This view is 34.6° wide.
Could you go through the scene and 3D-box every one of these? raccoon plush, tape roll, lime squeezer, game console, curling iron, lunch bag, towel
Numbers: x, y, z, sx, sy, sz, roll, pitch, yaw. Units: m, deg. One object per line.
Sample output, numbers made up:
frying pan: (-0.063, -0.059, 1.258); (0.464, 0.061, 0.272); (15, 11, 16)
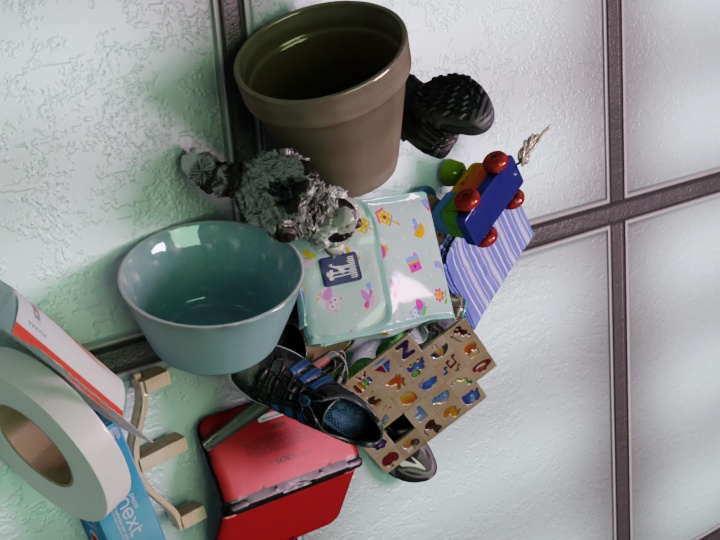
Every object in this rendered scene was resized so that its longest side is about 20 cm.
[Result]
raccoon plush: (-0.088, -0.090, 1.310); (0.097, 0.200, 0.134); (-56, 153, 3)
tape roll: (-0.313, 0.163, 1.148); (0.037, 0.203, 0.203); (-45, 124, -34)
lime squeezer: (0.012, 0.113, 1.486); (0.200, 0.071, 0.038); (-29, 115, -31)
game console: (-0.112, 0.254, 1.449); (0.200, 0.119, 0.173); (-14, 77, -37)
curling iron: (-0.097, 0.156, 1.367); (0.200, 0.026, 0.050); (-30, 111, -14)
lunch bag: (0.000, 0.000, 1.399); (0.200, 0.122, 0.171); (-7, 83, -41)
towel: (0.175, -0.032, 1.592); (0.200, 0.024, 0.145); (-54, 133, -29)

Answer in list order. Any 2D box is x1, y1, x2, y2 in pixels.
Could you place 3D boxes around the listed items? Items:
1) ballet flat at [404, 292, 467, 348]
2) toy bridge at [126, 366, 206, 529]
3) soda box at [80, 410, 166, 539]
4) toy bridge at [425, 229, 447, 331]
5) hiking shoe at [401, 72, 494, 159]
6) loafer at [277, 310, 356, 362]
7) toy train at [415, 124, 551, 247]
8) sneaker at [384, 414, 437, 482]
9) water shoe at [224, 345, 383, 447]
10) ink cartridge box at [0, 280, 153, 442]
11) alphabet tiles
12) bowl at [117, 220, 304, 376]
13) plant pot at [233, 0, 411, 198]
ballet flat: (0.085, 0.114, 1.547); (0.072, 0.072, 0.200); (-6, 122, -38)
toy bridge: (-0.232, 0.208, 1.326); (0.067, 0.027, 0.200); (-24, 112, -33)
soda box: (-0.277, 0.255, 1.283); (0.064, 0.068, 0.200); (-30, 116, -31)
toy bridge: (0.112, 0.043, 1.580); (0.067, 0.027, 0.200); (-12, 106, -36)
hiking shoe: (0.102, -0.184, 1.413); (0.076, 0.200, 0.101); (-47, 126, -15)
loafer: (-0.077, 0.091, 1.411); (0.200, 0.067, 0.076); (-12, 107, -37)
toy train: (0.158, -0.127, 1.532); (0.200, 0.116, 0.085); (-53, 134, -24)
sneaker: (0.048, 0.214, 1.528); (0.071, 0.083, 0.200); (-44, 123, -23)
water shoe: (-0.059, 0.140, 1.322); (0.200, 0.079, 0.072); (26, 86, -20)
ink cartridge box: (-0.291, 0.085, 1.151); (0.050, 0.200, 0.162); (-54, 127, -18)
alphabet tiles: (0.072, 0.149, 1.452); (0.200, 0.008, 0.167); (-38, 126, -1)
bowl: (-0.162, 0.041, 1.272); (0.201, 0.201, 0.105); (-24, 133, -33)
plant pot: (-0.029, -0.185, 1.334); (0.200, 0.200, 0.174); (-41, 139, -25)
